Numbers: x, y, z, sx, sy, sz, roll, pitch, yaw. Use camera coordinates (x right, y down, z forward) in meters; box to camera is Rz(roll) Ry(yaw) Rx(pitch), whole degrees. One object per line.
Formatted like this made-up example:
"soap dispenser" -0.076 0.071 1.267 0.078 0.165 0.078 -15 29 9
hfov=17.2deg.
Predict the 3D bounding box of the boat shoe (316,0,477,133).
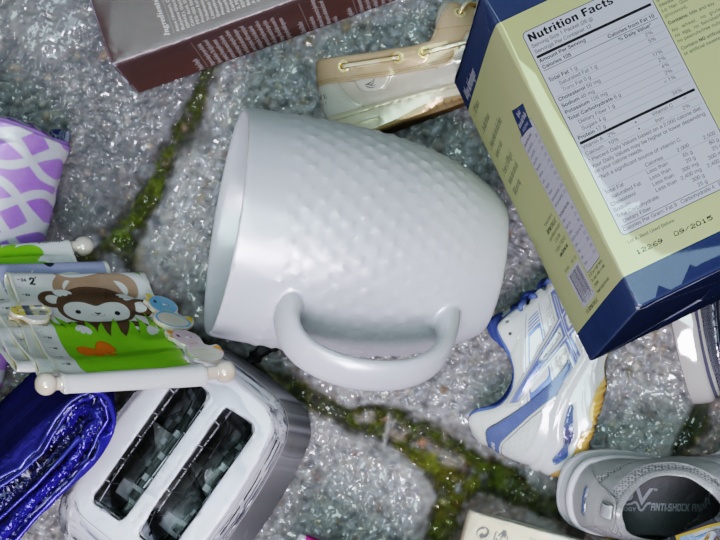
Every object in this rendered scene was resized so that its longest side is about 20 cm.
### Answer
"boat shoe" 0.064 -0.144 1.559 0.199 0.074 0.070 -19 89 3

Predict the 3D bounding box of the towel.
"towel" -0.208 0.116 1.496 0.148 0.200 0.050 -42 102 0

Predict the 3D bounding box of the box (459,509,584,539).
"box" 0.081 0.258 1.509 0.077 0.095 0.201 15 84 7

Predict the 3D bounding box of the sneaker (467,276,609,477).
"sneaker" 0.129 0.029 1.536 0.088 0.075 0.201 18 85 6

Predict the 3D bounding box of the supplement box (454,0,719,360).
"supplement box" 0.163 -0.077 1.411 0.134 0.200 0.201 -24 81 -7

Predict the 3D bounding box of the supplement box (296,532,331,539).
"supplement box" -0.032 0.277 1.511 0.101 0.103 0.201 24 85 7

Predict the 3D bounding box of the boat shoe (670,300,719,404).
"boat shoe" 0.241 -0.018 1.531 0.092 0.075 0.201 -7 83 11

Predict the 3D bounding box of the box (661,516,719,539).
"box" 0.229 0.272 1.436 0.114 0.132 0.201 -24 116 3

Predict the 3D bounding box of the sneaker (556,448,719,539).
"sneaker" 0.227 0.152 1.495 0.199 0.082 0.075 -3 101 -14

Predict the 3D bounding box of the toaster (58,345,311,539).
"toaster" -0.108 0.124 1.517 0.113 0.129 0.200 37 88 6

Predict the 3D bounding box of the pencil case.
"pencil case" -0.256 -0.010 1.568 0.085 0.084 0.201 10 82 41

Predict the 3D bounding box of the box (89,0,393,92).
"box" -0.073 -0.189 1.561 0.199 0.100 0.075 -21 83 1

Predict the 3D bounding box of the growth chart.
"growth chart" -0.175 0.027 1.468 0.144 0.200 0.018 -8 121 -33

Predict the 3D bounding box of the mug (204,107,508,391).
"mug" 0.000 0.000 1.494 0.174 0.201 0.148 9 130 -10
